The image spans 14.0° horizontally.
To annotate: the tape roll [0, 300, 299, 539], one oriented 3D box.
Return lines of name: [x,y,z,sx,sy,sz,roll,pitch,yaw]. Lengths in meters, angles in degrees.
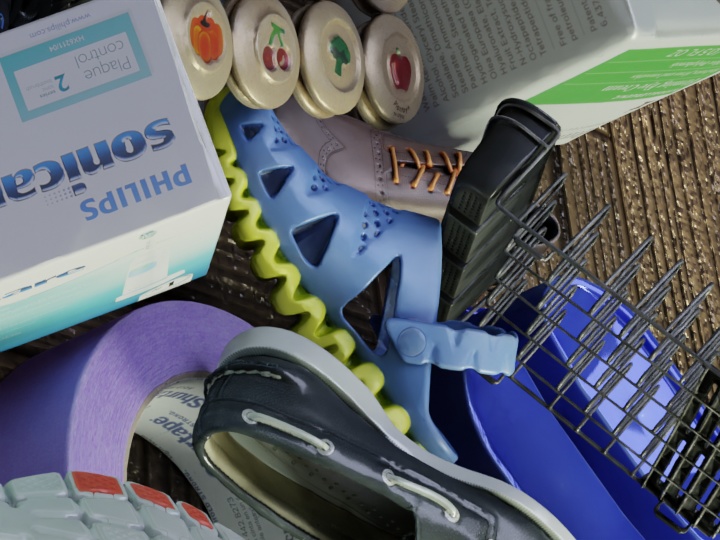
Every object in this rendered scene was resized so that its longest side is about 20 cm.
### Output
tape roll: [-0.074,0.117,1.229,0.200,0.065,0.201,33,46,-41]

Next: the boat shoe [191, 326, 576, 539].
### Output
boat shoe: [0.014,0.106,1.221,0.200,0.076,0.060,34,43,-8]

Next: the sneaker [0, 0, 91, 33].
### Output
sneaker: [-0.142,-0.099,1.141,0.199,0.073,0.112,21,35,-41]

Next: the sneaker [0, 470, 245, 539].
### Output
sneaker: [-0.125,0.125,1.101,0.199,0.082,0.077,12,23,-15]

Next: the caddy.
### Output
caddy: [0.094,0.102,1.436,0.141,0.105,0.200,-35,90,-39]

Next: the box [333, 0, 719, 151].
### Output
box: [0.093,-0.182,1.545,0.199,0.171,0.201,-9,78,-56]

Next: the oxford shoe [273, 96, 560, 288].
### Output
oxford shoe: [0.020,-0.047,1.449,0.200,0.073,0.072,25,52,-45]

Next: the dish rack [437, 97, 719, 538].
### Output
dish rack: [0.114,0.030,1.307,0.200,0.154,0.055,39,67,11]

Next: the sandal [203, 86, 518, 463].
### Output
sandal: [0.000,0.000,1.289,0.201,0.087,0.079,58,-1,-11]

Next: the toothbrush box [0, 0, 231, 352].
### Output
toothbrush box: [-0.132,-0.024,1.078,0.200,0.146,0.086,127,-58,-82]

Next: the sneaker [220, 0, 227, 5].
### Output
sneaker: [-0.102,-0.146,1.236,0.200,0.087,0.075,34,45,-39]

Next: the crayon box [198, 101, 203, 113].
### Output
crayon box: [-0.151,-0.091,1.259,0.200,0.051,0.128,33,46,-41]

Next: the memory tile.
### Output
memory tile: [-0.031,-0.142,1.256,0.200,0.017,0.154,3,82,-57]
